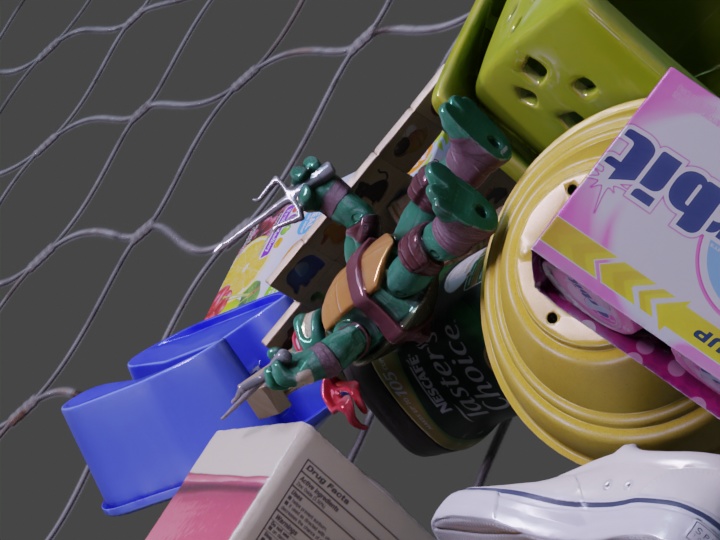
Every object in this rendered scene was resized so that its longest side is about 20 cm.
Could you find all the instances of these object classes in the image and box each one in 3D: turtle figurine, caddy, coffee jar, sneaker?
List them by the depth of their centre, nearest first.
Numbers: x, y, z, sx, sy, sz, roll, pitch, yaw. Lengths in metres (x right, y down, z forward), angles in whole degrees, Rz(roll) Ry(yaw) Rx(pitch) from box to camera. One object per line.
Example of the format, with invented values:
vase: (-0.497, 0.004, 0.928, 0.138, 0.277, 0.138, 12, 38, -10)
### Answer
sneaker: (0.120, 0.125, 1.478, 0.199, 0.073, 0.071, -1, 40, 49)
turtle figurine: (0.000, 0.000, 1.609, 0.200, 0.100, 0.150, -43, 38, 34)
coffee jar: (0.081, 0.034, 1.663, 0.200, 0.104, 0.085, -25, 22, 44)
caddy: (-0.095, 0.096, 1.891, 0.200, 0.105, 0.141, -21, 10, 48)

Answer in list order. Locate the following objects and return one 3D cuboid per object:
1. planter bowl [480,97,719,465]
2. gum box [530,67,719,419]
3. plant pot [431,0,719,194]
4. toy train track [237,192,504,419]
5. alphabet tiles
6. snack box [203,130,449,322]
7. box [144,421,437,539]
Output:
planter bowl: (0.134, 0.001, 1.502, 0.199, 0.083, 0.202, -6, 77, 27)
gum box: (0.193, 0.011, 1.398, 0.114, 0.200, 0.066, -51, -16, -11)
plant pot: (0.167, -0.127, 1.675, 0.181, 0.199, 0.201, -31, 26, 49)
toy train track: (0.019, 0.027, 1.758, 0.200, 0.115, 0.033, -34, 34, -3)
alphabet tiles: (0.031, -0.017, 1.782, 0.200, 0.167, 0.008, -50, 53, 8)
snack box: (-0.018, 0.000, 1.976, 0.200, 0.053, 0.143, -23, 33, 45)
box: (-0.063, 0.199, 1.612, 0.109, 0.128, 0.200, -10, 42, 58)
